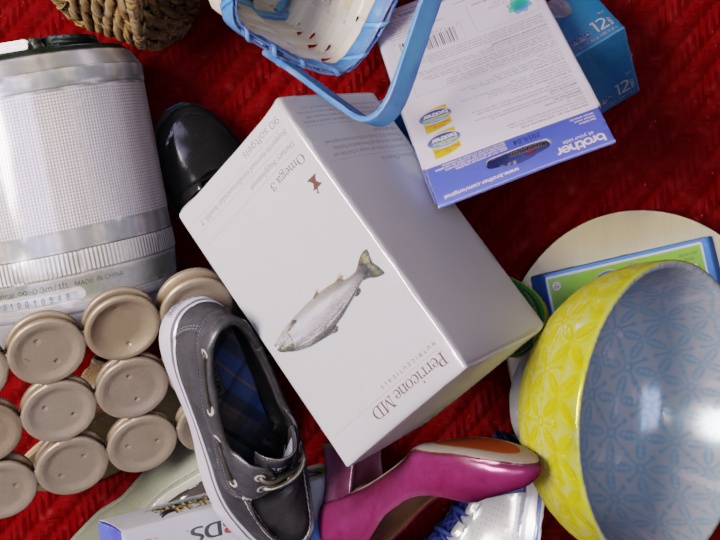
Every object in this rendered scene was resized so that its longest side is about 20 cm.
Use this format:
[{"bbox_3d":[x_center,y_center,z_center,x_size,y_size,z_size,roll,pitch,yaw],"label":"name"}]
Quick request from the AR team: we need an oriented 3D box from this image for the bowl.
[{"bbox_3d":[0.165,0.092,0.784,0.199,0.107,0.203,-2,93,-42],"label":"bowl"}]

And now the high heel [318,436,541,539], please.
[{"bbox_3d":[0.045,0.160,0.764,0.067,0.199,0.097,0,83,-36],"label":"high heel"}]

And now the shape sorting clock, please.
[{"bbox_3d":[0.207,0.057,0.864,0.197,0.039,0.203,0,91,6],"label":"shape sorting clock"}]

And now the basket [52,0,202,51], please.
[{"bbox_3d":[-0.182,-0.242,0.795,0.148,0.200,0.144,24,93,-1],"label":"basket"}]

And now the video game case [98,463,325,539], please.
[{"bbox_3d":[-0.083,0.256,0.821,0.180,0.045,0.203,-8,94,-33],"label":"video game case"}]

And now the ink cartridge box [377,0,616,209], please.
[{"bbox_3d":[0.084,-0.119,0.768,0.118,0.042,0.201,-19,45,5],"label":"ink cartridge box"}]

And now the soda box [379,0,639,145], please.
[{"bbox_3d":[0.097,-0.120,0.841,0.199,0.068,0.064,-31,50,1],"label":"soda box"}]

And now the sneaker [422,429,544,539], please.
[{"bbox_3d":[0.062,0.214,0.850,0.114,0.081,0.202,14,93,-1],"label":"sneaker"}]

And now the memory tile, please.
[{"bbox_3d":[-0.176,0.082,0.770,0.198,0.017,0.155,-15,128,-17],"label":"memory tile"}]

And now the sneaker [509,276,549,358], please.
[{"bbox_3d":[0.041,0.007,0.841,0.198,0.084,0.075,18,94,13],"label":"sneaker"}]

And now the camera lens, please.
[{"bbox_3d":[-0.217,-0.055,0.811,0.158,0.160,0.202,-9,97,2],"label":"camera lens"}]

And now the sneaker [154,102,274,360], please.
[{"bbox_3d":[-0.087,-0.033,0.845,0.073,0.082,0.202,-26,93,-21],"label":"sneaker"}]

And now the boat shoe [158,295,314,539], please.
[{"bbox_3d":[-0.067,0.109,0.757,0.070,0.066,0.202,-30,114,-31],"label":"boat shoe"}]

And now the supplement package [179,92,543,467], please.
[{"bbox_3d":[0.000,0.000,0.750,0.117,0.117,0.201,-43,76,30],"label":"supplement package"}]

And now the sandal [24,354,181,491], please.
[{"bbox_3d":[-0.173,0.087,0.870,0.211,0.077,0.070,-33,51,18],"label":"sandal"}]

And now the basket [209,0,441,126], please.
[{"bbox_3d":[-0.015,-0.201,0.735,0.199,0.138,0.178,31,103,38],"label":"basket"}]

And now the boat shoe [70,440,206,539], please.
[{"bbox_3d":[-0.133,0.173,0.865,0.201,0.072,0.061,-42,116,-6],"label":"boat shoe"}]
